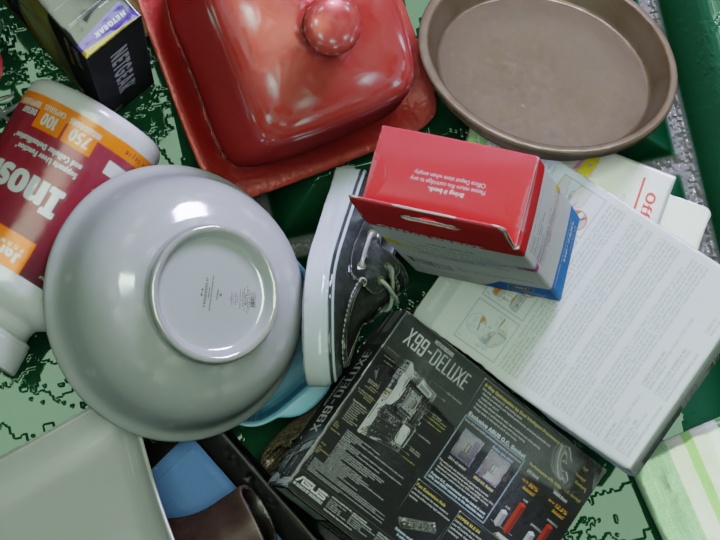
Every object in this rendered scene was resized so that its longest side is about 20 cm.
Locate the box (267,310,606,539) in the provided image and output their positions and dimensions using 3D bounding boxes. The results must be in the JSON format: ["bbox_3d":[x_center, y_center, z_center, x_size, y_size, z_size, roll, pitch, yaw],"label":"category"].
[{"bbox_3d":[0.057,0.151,1.586,0.200,0.050,0.158,38,77,-11],"label":"box"}]

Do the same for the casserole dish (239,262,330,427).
[{"bbox_3d":[-0.100,0.027,1.630,0.121,0.039,0.200,-41,86,-9],"label":"casserole dish"}]

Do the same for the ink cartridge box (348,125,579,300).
[{"bbox_3d":[0.074,-0.042,1.489,0.115,0.200,0.068,12,80,18],"label":"ink cartridge box"}]

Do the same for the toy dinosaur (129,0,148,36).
[{"bbox_3d":[-0.144,-0.217,1.661,0.200,0.058,0.101,39,86,-18],"label":"toy dinosaur"}]

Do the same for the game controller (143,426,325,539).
[{"bbox_3d":[-0.109,0.179,1.599,0.104,0.042,0.200,-43,85,8],"label":"game controller"}]

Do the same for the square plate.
[{"bbox_3d":[-0.218,0.216,1.558,0.197,0.028,0.201,-28,63,11],"label":"square plate"}]

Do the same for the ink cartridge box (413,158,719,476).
[{"bbox_3d":[0.164,0.029,1.582,0.199,0.047,0.161,35,87,18],"label":"ink cartridge box"}]

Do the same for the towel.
[{"bbox_3d":[0.321,0.173,1.636,0.199,0.023,0.153,-22,83,-4],"label":"towel"}]

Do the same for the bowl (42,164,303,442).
[{"bbox_3d":[-0.118,0.020,1.533,0.200,0.090,0.203,2,85,-24],"label":"bowl"}]

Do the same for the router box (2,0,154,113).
[{"bbox_3d":[-0.222,-0.203,1.577,0.052,0.200,0.157,-40,85,-8],"label":"router box"}]

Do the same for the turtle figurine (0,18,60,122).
[{"bbox_3d":[-0.335,-0.164,1.623,0.199,0.101,0.151,-15,83,1],"label":"turtle figurine"}]

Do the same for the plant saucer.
[{"bbox_3d":[0.139,-0.154,1.628,0.198,0.030,0.201,6,50,-7],"label":"plant saucer"}]

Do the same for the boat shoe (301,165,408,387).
[{"bbox_3d":[0.000,0.000,1.585,0.070,0.072,0.201,6,51,6],"label":"boat shoe"}]

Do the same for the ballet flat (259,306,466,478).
[{"bbox_3d":[0.004,0.097,1.621,0.200,0.046,0.067,-38,85,-7],"label":"ballet flat"}]

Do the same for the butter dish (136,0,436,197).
[{"bbox_3d":[-0.040,-0.172,1.584,0.198,0.148,0.201,-22,96,-16],"label":"butter dish"}]

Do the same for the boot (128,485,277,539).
[{"bbox_3d":[-0.118,0.271,1.552,0.166,0.072,0.201,-25,75,22],"label":"boot"}]

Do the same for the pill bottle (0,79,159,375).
[{"bbox_3d":[-0.241,-0.030,1.595,0.112,0.113,0.201,29,82,2],"label":"pill bottle"}]

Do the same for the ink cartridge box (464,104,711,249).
[{"bbox_3d":[0.162,-0.034,1.634,0.199,0.067,0.118,20,83,0],"label":"ink cartridge box"}]
